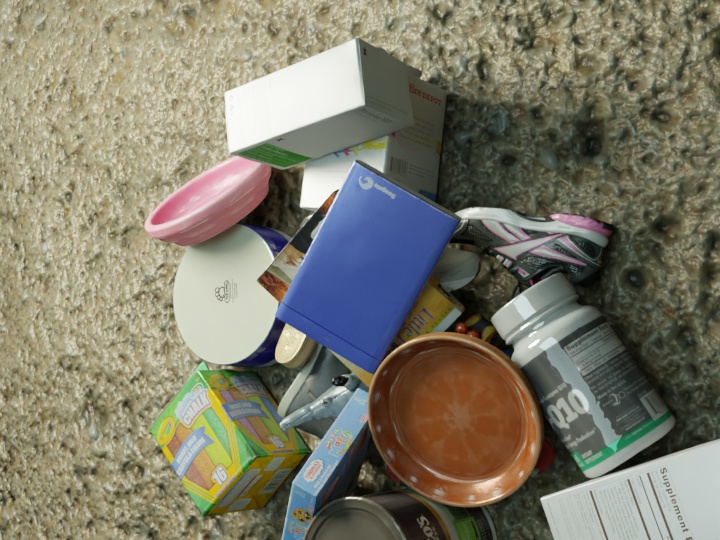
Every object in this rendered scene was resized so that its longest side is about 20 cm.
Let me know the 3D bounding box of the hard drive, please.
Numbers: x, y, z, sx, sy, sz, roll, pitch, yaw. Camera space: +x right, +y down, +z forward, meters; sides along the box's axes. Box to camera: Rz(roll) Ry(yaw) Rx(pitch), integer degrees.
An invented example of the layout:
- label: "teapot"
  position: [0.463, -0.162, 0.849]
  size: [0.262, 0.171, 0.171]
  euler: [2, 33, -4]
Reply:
- label: "hard drive"
  position: [0.006, -0.003, 1.083]
  size: [0.132, 0.025, 0.200]
  euler: [30, 106, 7]

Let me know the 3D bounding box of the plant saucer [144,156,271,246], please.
- label: "plant saucer"
  position: [-0.205, -0.096, 1.372]
  size: [0.200, 0.201, 0.051]
  euler: [-17, 115, 32]

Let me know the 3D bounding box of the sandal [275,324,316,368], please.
- label: "sandal"
  position: [-0.075, 0.017, 1.268]
  size: [0.078, 0.070, 0.212]
  euler: [-6, 57, 46]

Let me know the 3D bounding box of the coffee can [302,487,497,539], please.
- label: "coffee can"
  position: [0.048, 0.323, 1.121]
  size: [0.146, 0.200, 0.147]
  euler: [-4, 83, 33]

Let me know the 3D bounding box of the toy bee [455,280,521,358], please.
- label: "toy bee"
  position: [0.129, 0.091, 1.149]
  size: [0.131, 0.109, 0.200]
  euler: [11, 91, 36]

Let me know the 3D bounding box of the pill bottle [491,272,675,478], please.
- label: "pill bottle"
  position: [0.234, 0.110, 1.054]
  size: [0.113, 0.113, 0.200]
  euler: [-39, 75, 24]

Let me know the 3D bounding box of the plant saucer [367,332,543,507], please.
- label: "plant saucer"
  position: [0.104, 0.163, 1.080]
  size: [0.200, 0.032, 0.201]
  euler: [8, 109, 23]

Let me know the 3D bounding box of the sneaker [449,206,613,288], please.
- label: "sneaker"
  position: [0.186, -0.024, 1.137]
  size: [0.200, 0.080, 0.087]
  euler: [7, 85, 36]

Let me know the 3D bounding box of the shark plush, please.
- label: "shark plush"
  position: [-0.011, 0.134, 1.198]
  size: [0.200, 0.083, 0.091]
  euler: [-17, 64, 13]

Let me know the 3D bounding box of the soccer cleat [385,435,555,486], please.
- label: "soccer cleat"
  position: [0.128, 0.215, 1.162]
  size: [0.200, 0.085, 0.069]
  euler: [-10, 96, 11]

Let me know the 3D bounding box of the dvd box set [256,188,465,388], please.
- label: "dvd box set"
  position: [-0.002, 0.027, 1.123]
  size: [0.200, 0.029, 0.146]
  euler: [44, 109, 2]

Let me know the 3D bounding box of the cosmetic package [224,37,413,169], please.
- label: "cosmetic package"
  position: [-0.050, -0.191, 1.148]
  size: [0.200, 0.108, 0.085]
  euler: [-13, 76, 35]

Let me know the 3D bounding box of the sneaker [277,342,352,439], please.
- label: "sneaker"
  position: [-0.012, 0.131, 1.274]
  size: [0.106, 0.075, 0.200]
  euler: [32, 95, 12]

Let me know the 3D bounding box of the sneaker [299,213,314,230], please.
- label: "sneaker"
  position: [0.000, 0.000, 1.229]
  size: [0.200, 0.074, 0.080]
  euler: [33, 81, 14]

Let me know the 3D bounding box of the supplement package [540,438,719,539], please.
- label: "supplement package"
  position: [0.311, 0.253, 0.998]
  size: [0.200, 0.121, 0.120]
  euler: [-26, 72, 29]

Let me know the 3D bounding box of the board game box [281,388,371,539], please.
- label: "board game box"
  position: [-0.039, 0.254, 1.166]
  size: [0.037, 0.151, 0.200]
  euler: [28, 139, 12]

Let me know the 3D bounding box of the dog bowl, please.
- label: "dog bowl"
  position: [-0.165, 0.035, 1.371]
  size: [0.200, 0.079, 0.201]
  euler: [-5, 82, 34]

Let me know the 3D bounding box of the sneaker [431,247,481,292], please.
- label: "sneaker"
  position: [0.042, -0.025, 1.146]
  size: [0.200, 0.076, 0.092]
  euler: [1, 110, 6]

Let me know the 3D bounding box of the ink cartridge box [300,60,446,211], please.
- label: "ink cartridge box"
  position: [0.020, -0.166, 1.240]
  size: [0.125, 0.128, 0.200]
  euler: [4, 86, 35]

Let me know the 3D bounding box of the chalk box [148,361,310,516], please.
- label: "chalk box"
  position: [-0.191, 0.215, 1.341]
  size: [0.124, 0.124, 0.200]
  euler: [-51, 61, 18]
